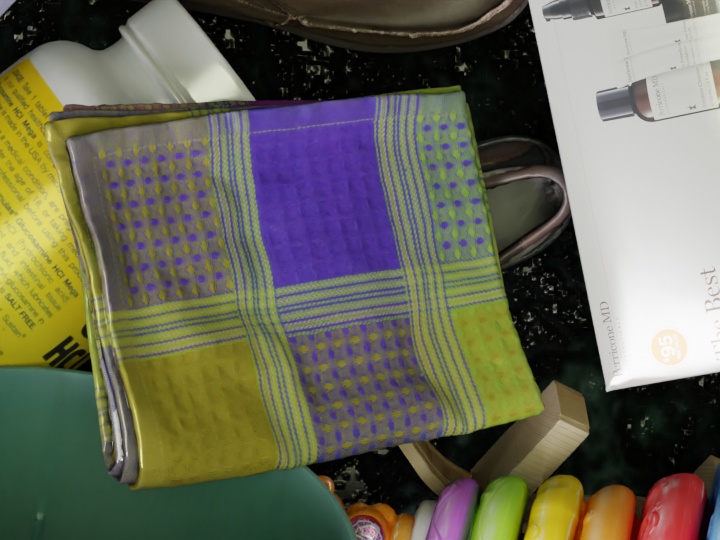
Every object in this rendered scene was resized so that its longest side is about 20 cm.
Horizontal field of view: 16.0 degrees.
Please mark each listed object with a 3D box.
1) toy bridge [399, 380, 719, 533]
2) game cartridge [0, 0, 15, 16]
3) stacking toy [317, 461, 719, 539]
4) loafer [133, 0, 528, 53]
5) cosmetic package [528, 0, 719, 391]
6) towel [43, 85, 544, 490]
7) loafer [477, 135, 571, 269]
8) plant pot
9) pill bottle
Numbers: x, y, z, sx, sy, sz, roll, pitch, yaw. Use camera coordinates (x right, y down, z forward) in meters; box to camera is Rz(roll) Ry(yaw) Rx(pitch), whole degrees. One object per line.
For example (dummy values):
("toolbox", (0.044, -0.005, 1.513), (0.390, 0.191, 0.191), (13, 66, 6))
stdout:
("toy bridge", (0.069, 0.077, 1.068), (0.199, 0.027, 0.067), (27, 122, -23))
("game cartridge", (-0.120, -0.202, 1.021), (0.200, 0.038, 0.130), (-46, 66, -1))
("stacking toy", (0.056, 0.120, 1.030), (0.198, 0.110, 0.117), (13, 104, 7))
("loafer", (-0.022, -0.128, 1.047), (0.198, 0.071, 0.074), (2, 93, -6))
("cosmetic package", (0.121, -0.058, 1.025), (0.082, 0.051, 0.202), (-11, 93, 20))
("towel", (-0.023, 0.002, 0.970), (0.199, 0.023, 0.145), (-5, 79, -34))
("loafer", (0.000, 0.000, 1.060), (0.199, 0.063, 0.072), (-27, 96, -4))
("plant pot", (-0.114, 0.155, 0.934), (0.199, 0.201, 0.162), (12, 115, -6))
("pill bottle", (-0.130, -0.018, 1.022), (0.200, 0.112, 0.113), (-38, 96, -2))
